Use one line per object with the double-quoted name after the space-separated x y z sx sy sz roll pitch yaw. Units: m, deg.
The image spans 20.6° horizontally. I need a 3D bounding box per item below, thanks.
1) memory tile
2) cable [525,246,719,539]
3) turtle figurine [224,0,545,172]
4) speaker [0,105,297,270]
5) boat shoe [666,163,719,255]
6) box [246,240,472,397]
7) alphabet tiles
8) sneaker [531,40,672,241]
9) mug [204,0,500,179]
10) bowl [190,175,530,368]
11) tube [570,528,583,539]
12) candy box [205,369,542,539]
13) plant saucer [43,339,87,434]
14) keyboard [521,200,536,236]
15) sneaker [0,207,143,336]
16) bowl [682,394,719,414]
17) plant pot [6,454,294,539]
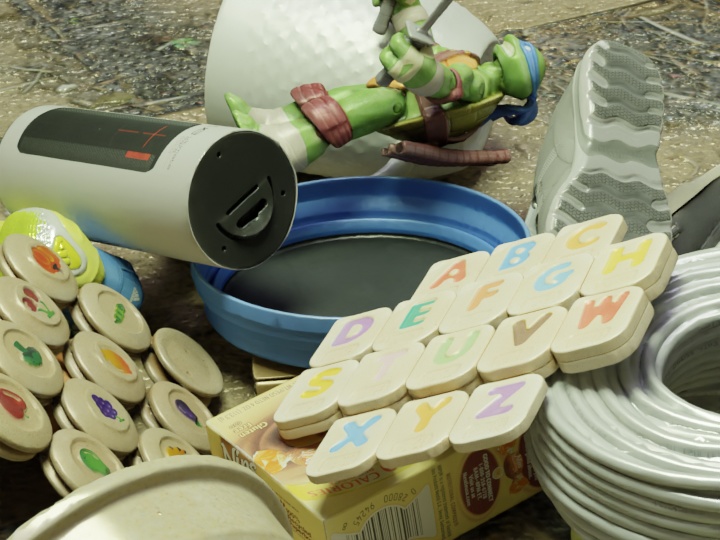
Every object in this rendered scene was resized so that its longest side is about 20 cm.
-0.133 0.062 1.026 0.153 0.017 0.200 38 20 -19 "memory tile"
0.174 0.062 0.913 0.199 0.069 0.200 -16 34 -10 "cable"
0.007 -0.141 1.221 0.193 0.200 0.144 -24 50 -2 "turtle figurine"
-0.128 -0.051 1.163 0.081 0.081 0.200 -25 24 -37 "speaker"
0.227 -0.029 1.255 0.200 0.073 0.063 -27 78 -48 "boat shoe"
0.033 0.025 1.183 0.199 0.021 0.164 -5 26 -3 "box"
0.053 0.032 0.958 0.200 0.015 0.196 -16 23 32 "alphabet tiles"
0.137 -0.036 1.170 0.075 0.082 0.200 22 55 -10 "sneaker"
-0.007 -0.115 1.349 0.175 0.148 0.200 14 51 17 "mug"
0.000 0.000 1.168 0.200 0.039 0.201 -2 25 1 "bowl"
0.150 0.168 0.868 0.052 0.058 0.200 34 13 -31 "tube"
0.036 0.080 1.018 0.200 0.055 0.115 -24 34 -25 "candy box"
-0.223 0.051 1.072 0.200 0.032 0.200 10 9 -2 "plant saucer"
0.139 -0.045 1.279 0.056 0.011 0.200 32 26 -2 "keyboard"
-0.200 0.012 1.202 0.105 0.076 0.200 30 -14 -30 "sneaker"
0.249 0.050 1.057 0.199 0.075 0.200 -2 28 4 "bowl"
-0.042 0.198 0.695 0.200 0.201 0.183 -25 46 -36 "plant pot"
